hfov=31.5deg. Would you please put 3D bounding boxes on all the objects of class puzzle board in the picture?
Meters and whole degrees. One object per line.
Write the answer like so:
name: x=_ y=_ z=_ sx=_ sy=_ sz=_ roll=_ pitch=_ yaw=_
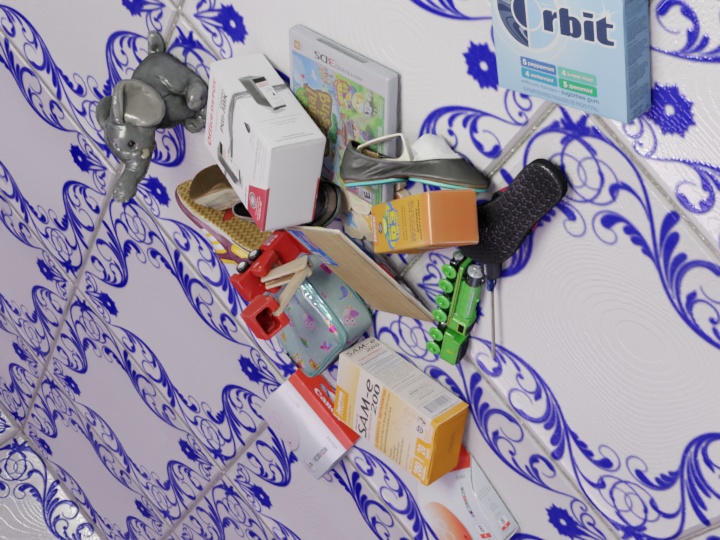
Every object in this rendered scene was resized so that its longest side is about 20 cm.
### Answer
puzzle board: x=0.000 y=0.000 z=1.754 sx=0.200 sy=0.017 sz=0.151 roll=42 pitch=164 yaw=-27

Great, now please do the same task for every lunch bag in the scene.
lunch bag: x=-0.077 y=0.066 z=1.940 sx=0.161 sy=0.077 sz=0.200 roll=51 pitch=149 yaw=5

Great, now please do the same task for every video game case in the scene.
video game case: x=-0.025 y=-0.196 z=1.652 sx=0.182 sy=0.022 sz=0.200 roll=33 pitch=138 yaw=34

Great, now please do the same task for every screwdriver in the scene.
screwdriver: x=0.164 y=0.037 z=1.631 sx=0.029 sy=0.028 sz=0.200 roll=9 pitch=130 yaw=12

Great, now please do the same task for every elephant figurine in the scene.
elephant figurine: x=-0.326 y=-0.225 z=1.876 sx=0.155 sy=0.200 sz=0.142 roll=37 pitch=145 yaw=26

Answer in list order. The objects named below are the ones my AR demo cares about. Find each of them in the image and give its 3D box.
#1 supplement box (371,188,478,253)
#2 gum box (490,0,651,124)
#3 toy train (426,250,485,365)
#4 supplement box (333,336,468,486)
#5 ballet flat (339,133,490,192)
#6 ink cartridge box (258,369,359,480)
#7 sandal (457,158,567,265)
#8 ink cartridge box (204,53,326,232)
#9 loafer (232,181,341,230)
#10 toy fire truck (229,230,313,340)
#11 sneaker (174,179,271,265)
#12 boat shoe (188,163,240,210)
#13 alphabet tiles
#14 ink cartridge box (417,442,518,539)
supplement box: x=0.076 y=-0.057 z=1.561 sx=0.200 sy=0.069 sz=0.067 roll=170 pitch=96 yaw=-73
gum box: x=0.206 y=-0.261 z=1.276 sx=0.170 sy=0.045 sz=0.200 roll=25 pitch=137 yaw=40
toy train: x=0.128 y=0.052 z=1.692 sx=0.056 sy=0.042 sz=0.200 roll=30 pitch=142 yaw=18
supplement box: x=0.055 y=0.206 z=1.880 sx=0.200 sy=0.073 sz=0.126 roll=34 pitch=133 yaw=33
ballet flat: x=0.063 y=-0.133 z=1.554 sx=0.199 sy=0.068 sz=0.069 roll=4 pitch=96 yaw=25
ink cartridge box: x=-0.085 y=0.255 z=2.163 sx=0.163 sy=0.057 sz=0.200 roll=49 pitch=153 yaw=9
sandal: x=0.182 y=-0.069 z=1.503 sx=0.075 sy=0.045 sz=0.200 roll=49 pitch=139 yaw=1
ink cartridge box: x=-0.133 y=-0.173 z=1.710 sx=0.200 sy=0.083 sz=0.147 roll=54 pitch=147 yaw=38
loafer: x=-0.107 y=-0.086 z=1.794 sx=0.200 sy=0.063 sz=0.072 roll=-6 pitch=83 yaw=52
toy fire truck: x=-0.113 y=0.004 z=1.808 sx=0.141 sy=0.200 sz=0.049 roll=12 pitch=143 yaw=53
sneaker: x=-0.223 y=-0.062 z=2.016 sx=0.200 sy=0.075 sz=0.090 roll=40 pitch=141 yaw=23
boat shoe: x=-0.175 y=-0.131 z=1.903 sx=0.065 sy=0.072 sz=0.200 roll=30 pitch=150 yaw=-35
alphabet tiles: x=-0.008 y=-0.121 z=1.728 sx=0.200 sy=0.015 sz=0.196 roll=15 pitch=131 yaw=47
ink cartridge box: x=0.132 y=0.331 z=1.943 sx=0.200 sy=0.050 sz=0.162 roll=54 pitch=149 yaw=-5
